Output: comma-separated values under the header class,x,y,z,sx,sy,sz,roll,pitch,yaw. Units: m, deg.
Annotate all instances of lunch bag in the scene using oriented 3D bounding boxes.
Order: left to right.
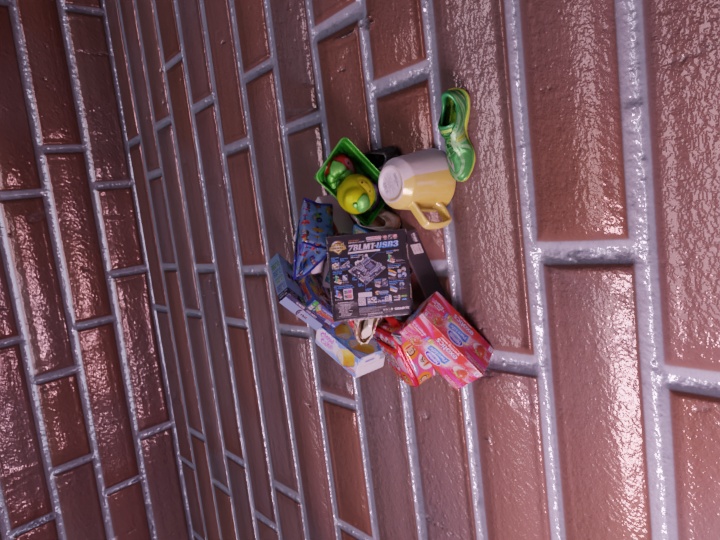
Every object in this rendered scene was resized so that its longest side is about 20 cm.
class,x,y,z,sx,sy,sz,roll,pitch,yaw
lunch bag,-0.149,-0.078,1.478,0.201,0.092,0.154,127,147,-52
lunch bag,0.104,0.193,1.338,0.179,0.081,0.200,63,168,-8

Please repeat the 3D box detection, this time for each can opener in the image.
class,x,y,z,sx,sy,sz,roll,pitch,yaw
can opener,-0.075,-0.025,1.499,0.202,0.065,0.053,108,175,-47

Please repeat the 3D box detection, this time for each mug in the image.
class,x,y,z,sx,sy,sz,roll,pitch,yaw
mug,0.133,-0.200,1.216,0.185,0.151,0.153,35,123,38

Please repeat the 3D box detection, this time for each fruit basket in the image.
class,x,y,z,sx,sy,sz,roll,pitch,yaw
fruit basket,-0.011,-0.214,1.319,0.214,0.216,0.157,27,77,42

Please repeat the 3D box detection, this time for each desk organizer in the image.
class,x,y,z,sx,sy,sz,roll,pitch,yaw
desk organizer,0.136,0.007,1.329,0.077,0.071,0.204,-38,71,49

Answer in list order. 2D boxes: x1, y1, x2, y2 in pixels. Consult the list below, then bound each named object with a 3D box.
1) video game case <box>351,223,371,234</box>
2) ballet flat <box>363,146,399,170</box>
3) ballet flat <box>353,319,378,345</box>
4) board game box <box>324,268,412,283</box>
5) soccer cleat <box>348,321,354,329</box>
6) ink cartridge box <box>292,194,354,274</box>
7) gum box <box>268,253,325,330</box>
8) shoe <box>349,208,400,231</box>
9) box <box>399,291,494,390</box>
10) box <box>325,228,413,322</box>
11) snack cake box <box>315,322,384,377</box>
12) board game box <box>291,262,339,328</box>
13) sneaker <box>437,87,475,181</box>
class,x,y,z,sx,sy,sz,roll,pitch,yaw
video game case,0.018,-0.011,1.475,0.141,0.018,0.204,29,122,23
ballet flat,0.024,-0.290,1.394,0.198,0.056,0.068,-12,90,50
ballet flat,0.029,0.108,1.311,0.065,0.074,0.203,-89,10,-52
board game box,0.019,0.013,1.309,0.196,0.028,0.137,26,127,1
soccer cleat,-0.036,0.112,1.565,0.202,0.067,0.086,59,145,25
ink cartridge box,-0.108,-0.108,1.575,0.200,0.084,0.150,-49,64,42
gum box,-0.191,0.063,1.562,0.044,0.170,0.201,-38,40,10
shoe,0.026,-0.152,1.429,0.198,0.053,0.072,25,118,43
box,0.202,0.165,1.218,0.200,0.096,0.100,45,135,-1
box,0.022,0.011,1.236,0.050,0.194,0.204,-14,-82,-88
snack cake box,-0.031,0.222,1.544,0.198,0.113,0.069,33,123,39
board game box,-0.134,0.067,1.573,0.034,0.135,0.202,-37,42,9
sneaker,0.204,-0.300,1.160,0.073,0.082,0.206,1,101,48
